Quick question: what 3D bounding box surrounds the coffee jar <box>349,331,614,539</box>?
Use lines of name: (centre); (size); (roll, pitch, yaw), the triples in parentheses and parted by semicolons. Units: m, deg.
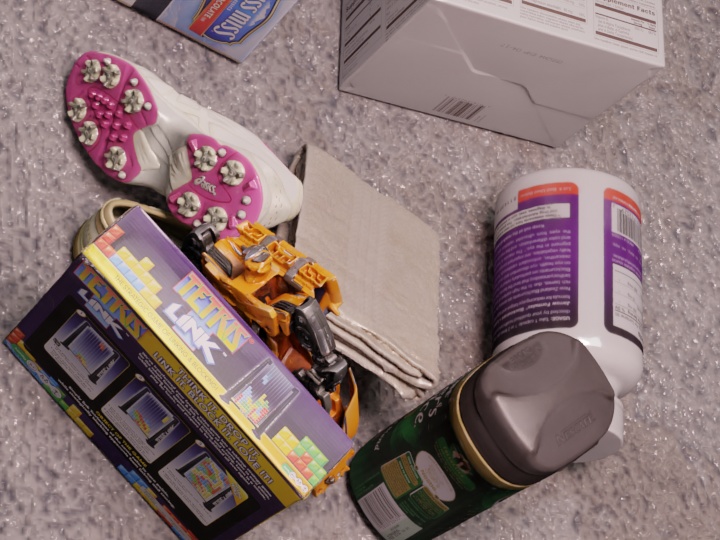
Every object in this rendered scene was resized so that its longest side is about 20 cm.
coffee jar: (0.080, 0.114, 1.279); (0.104, 0.200, 0.085); (-30, 85, -36)

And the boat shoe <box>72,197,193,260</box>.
boat shoe: (-0.095, 0.004, 1.314); (0.201, 0.063, 0.073); (24, 59, -18)

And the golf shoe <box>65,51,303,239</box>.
golf shoe: (-0.122, -0.084, 1.318); (0.200, 0.075, 0.092); (40, 22, 27)

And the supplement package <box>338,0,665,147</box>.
supplement package: (0.106, -0.193, 1.462); (0.200, 0.156, 0.111); (13, 64, -24)

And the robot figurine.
robot figurine: (-0.055, 0.050, 1.220); (0.145, 0.200, 0.058); (35, 57, 28)

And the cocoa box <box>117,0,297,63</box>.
cocoa box: (-0.083, -0.266, 1.361); (0.131, 0.200, 0.133); (27, 58, -17)

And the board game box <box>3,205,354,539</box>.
board game box: (-0.119, 0.075, 1.206); (0.200, 0.165, 0.057); (48, 54, -3)

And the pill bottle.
pill bottle: (0.153, 0.035, 1.411); (0.111, 0.111, 0.200); (16, 61, -23)

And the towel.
towel: (0.000, 0.000, 1.344); (0.133, 0.034, 0.200); (35, 29, -18)
